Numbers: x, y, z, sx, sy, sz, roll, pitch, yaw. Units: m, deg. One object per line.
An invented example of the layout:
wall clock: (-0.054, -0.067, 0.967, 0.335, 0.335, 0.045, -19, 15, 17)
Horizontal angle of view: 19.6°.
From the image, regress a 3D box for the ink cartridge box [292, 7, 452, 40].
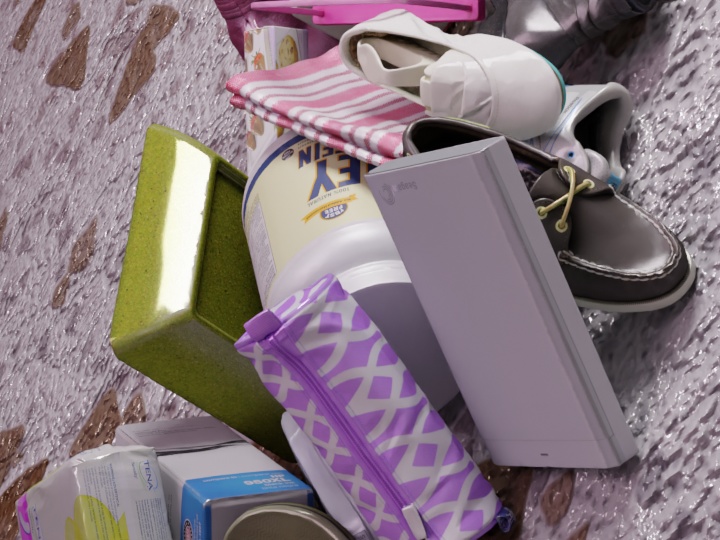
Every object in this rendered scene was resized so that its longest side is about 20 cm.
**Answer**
ink cartridge box: (0.000, -0.258, 1.677, 0.068, 0.116, 0.201, -49, 29, 29)

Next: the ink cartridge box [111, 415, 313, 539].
ink cartridge box: (-0.107, 0.198, 1.473, 0.200, 0.084, 0.146, -154, 62, -63)

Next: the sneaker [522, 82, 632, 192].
sneaker: (0.125, -0.036, 1.320, 0.086, 0.075, 0.201, -10, 59, 52)

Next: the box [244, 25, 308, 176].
box: (-0.065, -0.093, 1.657, 0.039, 0.041, 0.202, -3, 87, 47)

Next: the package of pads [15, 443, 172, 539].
package of pads: (-0.182, 0.210, 1.459, 0.200, 0.068, 0.156, 146, 114, -64)

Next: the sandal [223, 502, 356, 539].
sandal: (-0.019, 0.216, 1.300, 0.201, 0.057, 0.080, 40, 115, 34)

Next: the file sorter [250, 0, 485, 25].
file sorter: (0.001, -0.280, 1.473, 0.138, 0.125, 0.202, 2, 94, 29)

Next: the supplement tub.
supplement tub: (0.000, 0.000, 1.431, 0.145, 0.144, 0.200, -53, 30, 23)

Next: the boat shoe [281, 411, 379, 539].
boat shoe: (-0.002, 0.143, 1.422, 0.062, 0.072, 0.200, -27, 28, -6)

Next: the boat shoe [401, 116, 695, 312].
boat shoe: (0.108, -0.036, 1.256, 0.200, 0.061, 0.072, 23, 64, 30)

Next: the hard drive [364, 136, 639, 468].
hard drive: (0.082, 0.023, 1.239, 0.026, 0.201, 0.132, -30, 11, -28)

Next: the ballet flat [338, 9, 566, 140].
ballet flat: (0.052, -0.125, 1.360, 0.200, 0.069, 0.070, 30, 94, 51)

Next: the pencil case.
pencil case: (0.005, 0.099, 1.287, 0.084, 0.200, 0.085, -36, 3, 29)

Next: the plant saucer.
plant saucer: (-0.085, 0.011, 1.532, 0.048, 0.200, 0.201, -21, 49, 36)

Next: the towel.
towel: (0.021, -0.120, 1.446, 0.199, 0.146, 0.030, 24, 126, 43)

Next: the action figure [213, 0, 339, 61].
action figure: (-0.101, -0.226, 1.740, 0.133, 0.200, 0.149, -23, 23, 31)

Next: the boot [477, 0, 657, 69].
boot: (0.151, -0.203, 1.426, 0.131, 0.070, 0.201, -32, 31, 25)
